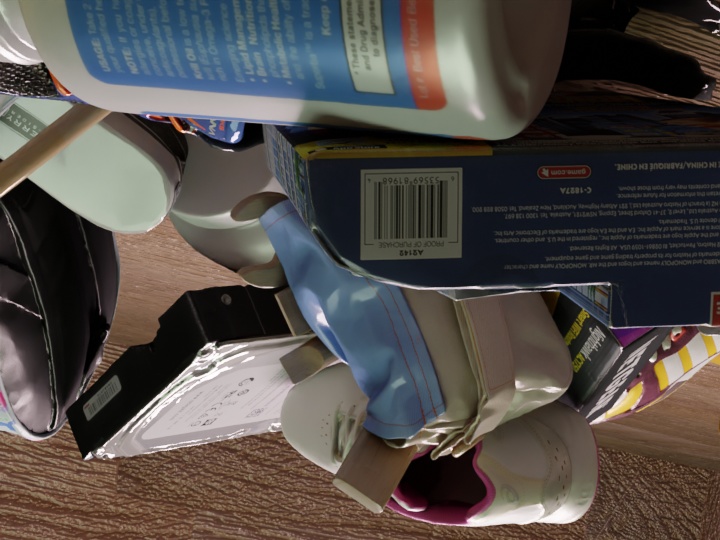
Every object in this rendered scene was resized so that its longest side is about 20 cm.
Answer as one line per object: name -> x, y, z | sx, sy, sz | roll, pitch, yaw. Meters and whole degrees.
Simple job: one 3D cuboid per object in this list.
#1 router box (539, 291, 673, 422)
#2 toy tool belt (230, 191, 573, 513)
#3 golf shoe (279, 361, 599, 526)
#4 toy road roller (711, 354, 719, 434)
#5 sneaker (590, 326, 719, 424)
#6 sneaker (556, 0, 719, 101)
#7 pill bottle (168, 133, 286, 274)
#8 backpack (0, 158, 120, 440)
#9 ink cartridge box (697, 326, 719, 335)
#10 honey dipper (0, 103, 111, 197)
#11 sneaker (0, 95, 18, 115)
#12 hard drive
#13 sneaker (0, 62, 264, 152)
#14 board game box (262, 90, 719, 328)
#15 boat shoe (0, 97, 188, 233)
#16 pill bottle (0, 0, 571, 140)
router box -> 0.087, -0.003, 0.855 | 0.051, 0.149, 0.200 | -32, 165, -13
toy tool belt -> 0.000, 0.000, 0.785 | 0.123, 0.200, 0.125 | -30, 179, -14
golf shoe -> 0.022, 0.087, 0.867 | 0.200, 0.076, 0.091 | 6, -170, 41
toy road roller -> 0.294, 0.044, 1.016 | 0.200, 0.146, 0.123 | 2, 169, 42
sneaker -> 0.174, 0.024, 0.949 | 0.090, 0.075, 0.200 | -17, 151, -45
sneaker -> 0.032, -0.102, 0.642 | 0.199, 0.060, 0.104 | 4, 167, 20
pill bottle -> -0.042, -0.046, 0.929 | 0.108, 0.109, 0.200 | 7, 171, 20
backpack -> -0.213, -0.008, 0.941 | 0.150, 0.178, 0.200 | 1, 131, 17
ink cartridge box -> 0.219, -0.028, 0.722 | 0.200, 0.116, 0.068 | 0, 167, 45
honey dipper -> -0.130, -0.058, 0.733 | 0.038, 0.200, 0.038 | 51, 178, 3
sneaker -> -0.184, -0.072, 0.717 | 0.075, 0.087, 0.200 | 35, 123, -10
hard drive -> -0.050, 0.053, 0.957 | 0.200, 0.038, 0.140 | -6, 153, -45
sneaker -> -0.069, -0.088, 0.666 | 0.199, 0.079, 0.075 | -1, 135, -20
board game box -> 0.067, -0.028, 0.617 | 0.199, 0.062, 0.200 | -2, -170, -8
boat shoe -> -0.164, -0.098, 0.789 | 0.071, 0.064, 0.200 | -36, 114, 29
pill bottle -> -0.040, -0.103, 0.537 | 0.199, 0.113, 0.112 | 6, 171, 20
